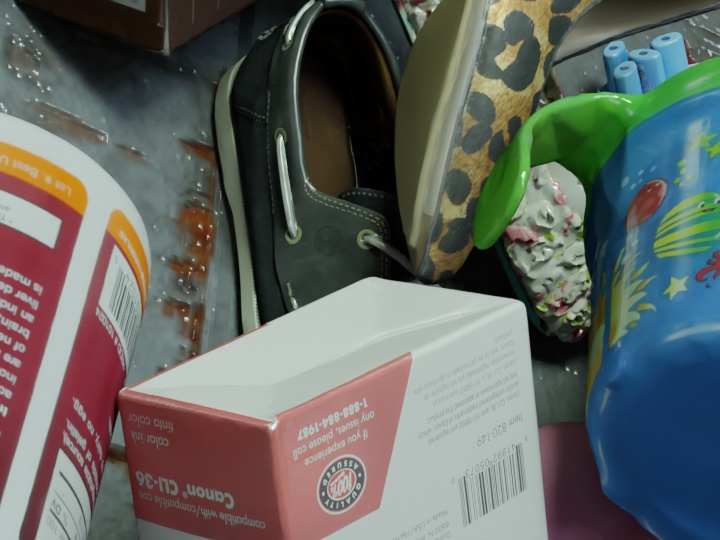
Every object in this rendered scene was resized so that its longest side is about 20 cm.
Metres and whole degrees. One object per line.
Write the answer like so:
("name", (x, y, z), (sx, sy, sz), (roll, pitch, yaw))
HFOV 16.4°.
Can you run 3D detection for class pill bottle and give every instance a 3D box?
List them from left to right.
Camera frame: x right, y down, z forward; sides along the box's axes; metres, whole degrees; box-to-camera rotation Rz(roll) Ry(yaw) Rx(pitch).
("pill bottle", (-0.130, 0.060, 0.693), (0.113, 0.113, 0.201), (29, 47, -20))

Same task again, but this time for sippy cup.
("sippy cup", (0.127, 0.020, 0.783), (0.131, 0.177, 0.140), (-66, 151, -54))

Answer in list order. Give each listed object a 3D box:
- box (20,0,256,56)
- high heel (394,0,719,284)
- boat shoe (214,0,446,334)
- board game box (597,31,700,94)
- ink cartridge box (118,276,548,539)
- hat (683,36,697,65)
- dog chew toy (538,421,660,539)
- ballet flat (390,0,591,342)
("box", (-0.038, -0.165, 0.915), (0.075, 0.101, 0.200), (22, 38, 24))
("high heel", (0.092, -0.071, 0.863), (0.142, 0.071, 0.201), (21, 70, -17))
("boat shoe", (0.000, 0.000, 0.871), (0.072, 0.068, 0.201), (3, 64, -38))
("board game box", (0.195, -0.056, 0.945), (0.200, 0.199, 0.026), (-91, 169, -62))
("ink cartridge box", (0.001, 0.116, 0.754), (0.116, 0.067, 0.201), (-23, 113, -45))
("hat", (0.143, 0.017, 0.983), (0.175, 0.166, 0.200), (26, 15, 22))
("dog chew toy", (0.106, 0.132, 0.825), (0.200, 0.124, 0.125), (46, 44, -2))
("ballet flat", (0.060, -0.068, 0.921), (0.201, 0.064, 0.076), (65, 27, -13))
